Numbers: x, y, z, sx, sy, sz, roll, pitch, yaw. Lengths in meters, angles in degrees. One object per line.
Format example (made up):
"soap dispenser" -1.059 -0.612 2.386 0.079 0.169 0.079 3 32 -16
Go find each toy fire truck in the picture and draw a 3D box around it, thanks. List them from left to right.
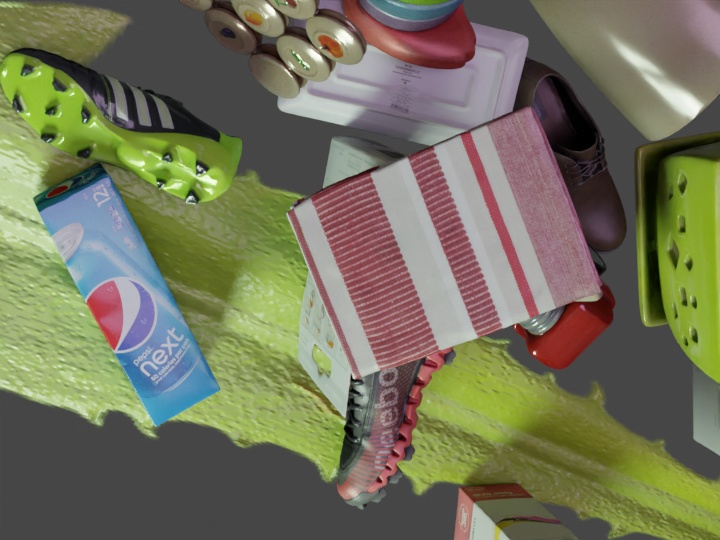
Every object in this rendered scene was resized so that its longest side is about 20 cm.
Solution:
"toy fire truck" 0.147 0.012 1.048 0.175 0.201 0.129 35 111 -22

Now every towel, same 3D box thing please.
"towel" 0.060 -0.018 0.930 0.198 0.023 0.146 -21 97 13

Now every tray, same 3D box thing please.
"tray" 0.037 -0.164 1.059 0.197 0.022 0.109 12 100 -6

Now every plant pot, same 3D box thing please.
"plant pot" 0.221 -0.244 1.057 0.199 0.187 0.188 35 90 -9
"plant pot" 0.355 -0.030 1.135 0.197 0.181 0.203 -11 105 -16

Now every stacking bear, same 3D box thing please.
"stacking bear" 0.052 -0.260 0.958 0.112 0.200 0.123 3 65 -7

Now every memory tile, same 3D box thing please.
"memory tile" -0.095 -0.213 0.962 0.200 0.153 0.017 42 67 -20

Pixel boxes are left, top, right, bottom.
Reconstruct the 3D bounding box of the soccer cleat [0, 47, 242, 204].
"soccer cleat" -0.187 -0.118 1.000 0.198 0.081 0.068 28 123 -3

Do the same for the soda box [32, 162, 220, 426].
"soda box" -0.188 0.019 1.026 0.064 0.068 0.202 -29 110 -10

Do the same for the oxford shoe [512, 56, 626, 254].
"oxford shoe" 0.185 -0.092 1.117 0.072 0.084 0.201 -39 113 -8

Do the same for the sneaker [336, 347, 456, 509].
"sneaker" 0.012 0.106 1.112 0.097 0.071 0.202 22 93 -22

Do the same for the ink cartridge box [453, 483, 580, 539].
"ink cartridge box" 0.146 0.281 1.126 0.067 0.200 0.118 0 102 -18

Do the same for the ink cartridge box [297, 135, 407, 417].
"ink cartridge box" 0.000 0.000 1.035 0.047 0.160 0.203 6 101 -18

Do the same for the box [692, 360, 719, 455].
"box" 0.441 0.119 1.213 0.198 0.152 0.108 -10 105 -17
